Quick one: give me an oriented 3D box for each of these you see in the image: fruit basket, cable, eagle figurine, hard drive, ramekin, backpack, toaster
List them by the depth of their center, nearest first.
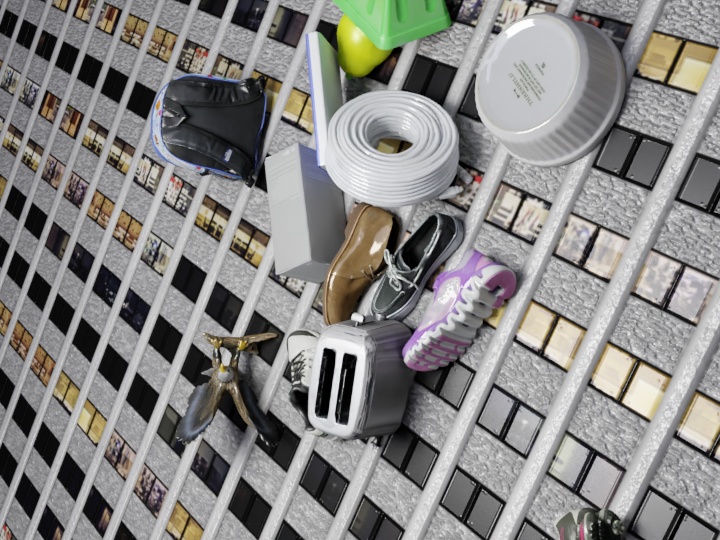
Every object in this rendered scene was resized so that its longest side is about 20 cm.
[{"bbox_3d":[0.243,-0.247,1.169,0.200,0.093,0.207,-10,74,39],"label":"ramekin"},{"bbox_3d":[-0.002,0.162,1.258,0.112,0.128,0.204,12,95,33],"label":"toaster"},{"bbox_3d":[0.046,-0.178,1.276,0.070,0.197,0.202,91,156,-52],"label":"cable"},{"bbox_3d":[0.032,-0.405,1.385,0.217,0.153,0.218,54,158,34],"label":"fruit basket"},{"bbox_3d":[-0.050,-0.256,1.385,0.025,0.132,0.205,-6,86,13],"label":"hard drive"},{"bbox_3d":[-0.218,0.201,1.439,0.149,0.150,0.204,-18,62,25],"label":"eagle figurine"},{"bbox_3d":[-0.278,-0.261,1.565,0.153,0.188,0.204,-3,78,56],"label":"backpack"}]

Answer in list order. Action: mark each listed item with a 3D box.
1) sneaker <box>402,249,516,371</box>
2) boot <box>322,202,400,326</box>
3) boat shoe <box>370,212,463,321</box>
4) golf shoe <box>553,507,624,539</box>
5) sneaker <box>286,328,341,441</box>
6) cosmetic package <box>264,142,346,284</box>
[{"bbox_3d":[0.126,0.052,1.225,0.201,0.080,0.089,-49,47,16],"label":"sneaker"},{"bbox_3d":[0.000,0.000,1.350,0.075,0.073,0.204,21,93,31],"label":"boot"},{"bbox_3d":[0.068,-0.002,1.286,0.200,0.067,0.074,-47,54,24],"label":"boat shoe"},{"bbox_3d":[0.274,0.385,1.035,0.088,0.076,0.204,-23,63,57],"label":"golf shoe"},{"bbox_3d":[-0.078,0.169,1.367,0.076,0.087,0.202,-47,53,25],"label":"sneaker"},{"bbox_3d":[-0.085,-0.090,1.416,0.089,0.106,0.204,-18,68,36],"label":"cosmetic package"}]
